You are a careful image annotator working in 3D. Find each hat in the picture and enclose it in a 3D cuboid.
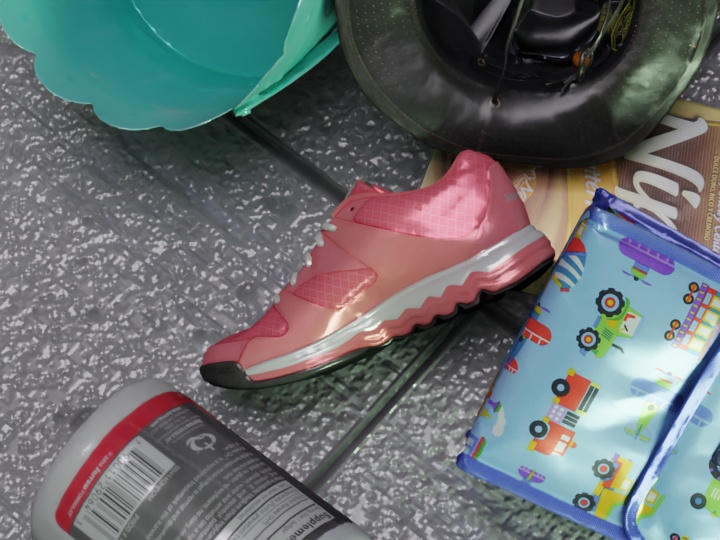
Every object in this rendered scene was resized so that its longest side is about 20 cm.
[{"bbox_3d":[0.085,-0.151,1.519,0.200,0.081,0.201,0,104,-2],"label":"hat"}]

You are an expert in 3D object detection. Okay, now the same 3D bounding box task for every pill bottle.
[{"bbox_3d":[-0.061,0.153,1.453,0.200,0.111,0.111,36,74,19],"label":"pill bottle"}]

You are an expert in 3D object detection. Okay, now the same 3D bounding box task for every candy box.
[{"bbox_3d":[0.137,-0.039,1.549,0.200,0.055,0.116,16,68,13],"label":"candy box"}]

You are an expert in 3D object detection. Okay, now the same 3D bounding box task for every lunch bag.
[{"bbox_3d":[0.172,0.073,1.459,0.200,0.094,0.151,27,99,2],"label":"lunch bag"}]

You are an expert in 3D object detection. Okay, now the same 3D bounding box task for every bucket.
[{"bbox_3d":[-0.088,-0.183,1.550,0.207,0.135,0.207,5,103,22],"label":"bucket"}]

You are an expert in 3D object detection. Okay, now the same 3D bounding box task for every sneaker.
[{"bbox_3d":[0.000,0.000,1.512,0.200,0.074,0.087,-24,85,13],"label":"sneaker"}]
